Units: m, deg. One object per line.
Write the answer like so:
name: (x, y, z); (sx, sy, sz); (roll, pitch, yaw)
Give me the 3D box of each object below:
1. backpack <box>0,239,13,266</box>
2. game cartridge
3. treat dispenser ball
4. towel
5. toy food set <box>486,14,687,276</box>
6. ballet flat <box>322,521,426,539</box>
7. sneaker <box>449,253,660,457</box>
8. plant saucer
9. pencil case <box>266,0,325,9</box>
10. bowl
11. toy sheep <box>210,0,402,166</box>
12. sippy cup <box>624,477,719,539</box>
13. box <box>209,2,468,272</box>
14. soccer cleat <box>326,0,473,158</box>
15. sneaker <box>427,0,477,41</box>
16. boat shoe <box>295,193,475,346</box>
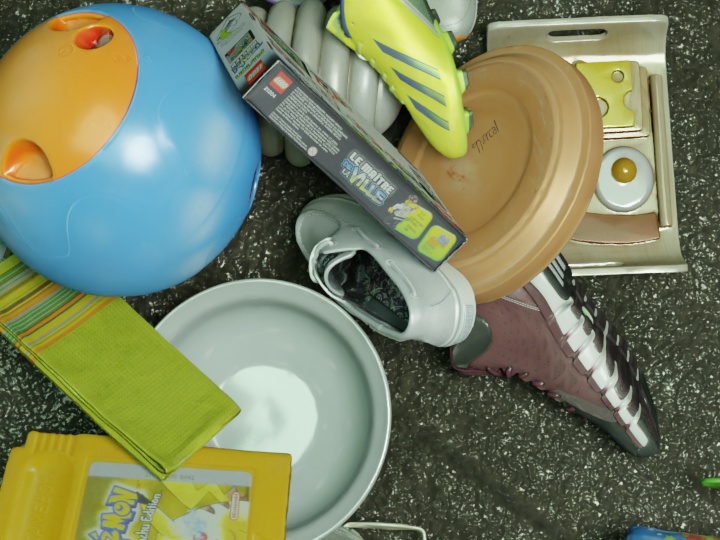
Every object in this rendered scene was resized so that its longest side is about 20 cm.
backpack: (-0.345, -0.002, 1.139); (0.198, 0.167, 0.128); (-9, 99, -5)
game cartridge: (-0.150, 0.188, 1.010); (0.198, 0.033, 0.177); (6, 44, -3)
treat dispenser ball: (-0.168, -0.083, 1.048); (0.199, 0.201, 0.203); (0, 83, 2)
towel: (-0.182, 0.056, 1.073); (0.200, 0.018, 0.086); (41, 54, 11)
toy food set: (0.173, -0.095, 1.163); (0.142, 0.060, 0.202); (-3, 83, 2)
ballet flat: (0.054, 0.229, 1.128); (0.198, 0.067, 0.064); (18, 73, 4)
sneaker: (0.136, 0.072, 1.143); (0.115, 0.076, 0.201); (-29, 103, 23)
plant saucer: (0.089, -0.074, 1.114); (0.199, 0.032, 0.202); (-22, 56, 37)
pencil case: (-0.017, -0.279, 1.133); (0.083, 0.200, 0.086); (4, 62, -34)
bowl: (-0.074, 0.112, 1.133); (0.199, 0.090, 0.203); (0, 82, 3)
toy sheep: (-0.036, -0.139, 1.146); (0.198, 0.138, 0.139); (4, 83, -4)
sippy cup: (0.244, 0.248, 1.090); (0.129, 0.141, 0.178); (14, 45, 15)
box: (-0.014, -0.091, 1.040); (0.035, 0.110, 0.200); (-43, 122, 9)
soccer cleat: (0.021, -0.169, 1.084); (0.083, 0.065, 0.202); (-23, 105, -2)
sneaker: (0.041, -0.275, 1.174); (0.075, 0.092, 0.202); (-17, 83, 0)
boat shoe: (0.000, 0.000, 1.106); (0.200, 0.068, 0.073); (43, 122, 43)
